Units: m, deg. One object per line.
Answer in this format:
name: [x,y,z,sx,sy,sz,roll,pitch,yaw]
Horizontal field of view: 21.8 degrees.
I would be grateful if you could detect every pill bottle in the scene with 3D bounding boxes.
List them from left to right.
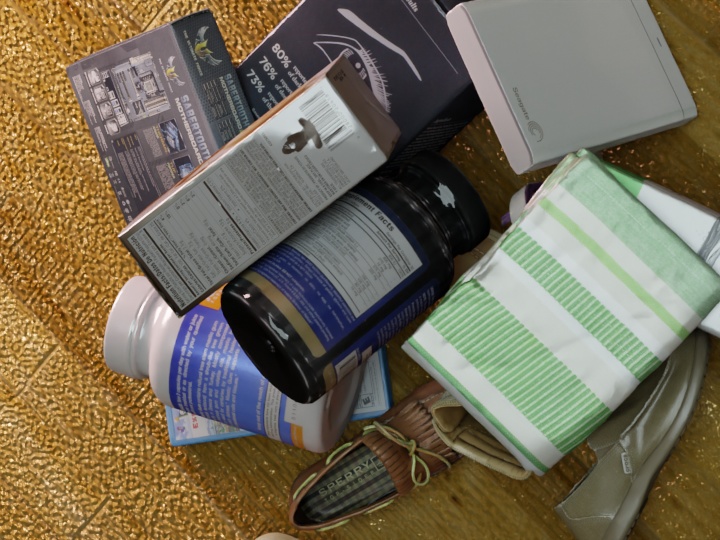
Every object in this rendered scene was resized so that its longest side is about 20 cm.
pill bottle: [-0.103,0.069,1.524,0.198,0.112,0.113,16,93,15]
pill bottle: [0.000,0.000,1.423,0.200,0.112,0.112,-39,78,-18]

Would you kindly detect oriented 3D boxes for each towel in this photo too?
towel: [0.147,0.033,1.363,0.152,0.023,0.200,44,99,5]

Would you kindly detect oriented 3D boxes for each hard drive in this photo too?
hard drive: [0.166,-0.156,1.436,0.027,0.199,0.133,-32,79,49]

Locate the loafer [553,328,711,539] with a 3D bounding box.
loafer: [0.214,0.130,1.469,0.067,0.076,0.202,26,96,9]

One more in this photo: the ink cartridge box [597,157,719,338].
ink cartridge box: [0.256,-0.005,1.423,0.199,0.146,0.085,27,95,15]

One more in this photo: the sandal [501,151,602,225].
sandal: [0.129,-0.034,1.450,0.049,0.083,0.203,24,52,21]

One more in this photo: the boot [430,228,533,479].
boot: [0.094,0.059,1.464,0.200,0.155,0.073,43,139,9]

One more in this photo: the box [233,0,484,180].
box: [0.012,-0.157,1.497,0.200,0.104,0.149,-41,79,25]

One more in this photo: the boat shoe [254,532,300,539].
boat shoe: [-0.013,0.276,1.537,0.198,0.063,0.074,18,93,15]

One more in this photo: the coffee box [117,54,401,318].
coffee box: [-0.073,-0.065,1.403,0.199,0.114,0.080,-36,97,14]

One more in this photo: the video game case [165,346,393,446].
video game case: [-0.077,0.064,1.584,0.198,0.018,0.145,-9,87,15]

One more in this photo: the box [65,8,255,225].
box: [-0.147,-0.097,1.531,0.157,0.051,0.202,-13,102,49]

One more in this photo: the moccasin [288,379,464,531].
moccasin: [0.026,0.149,1.515,0.200,0.078,0.074,-27,98,14]
